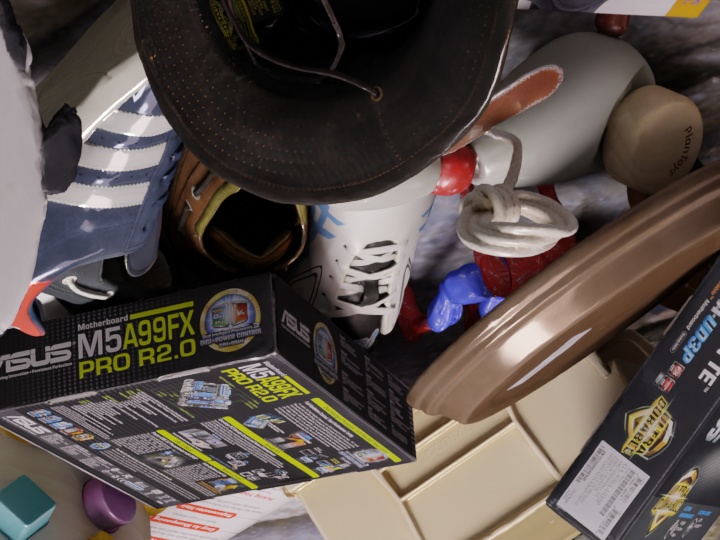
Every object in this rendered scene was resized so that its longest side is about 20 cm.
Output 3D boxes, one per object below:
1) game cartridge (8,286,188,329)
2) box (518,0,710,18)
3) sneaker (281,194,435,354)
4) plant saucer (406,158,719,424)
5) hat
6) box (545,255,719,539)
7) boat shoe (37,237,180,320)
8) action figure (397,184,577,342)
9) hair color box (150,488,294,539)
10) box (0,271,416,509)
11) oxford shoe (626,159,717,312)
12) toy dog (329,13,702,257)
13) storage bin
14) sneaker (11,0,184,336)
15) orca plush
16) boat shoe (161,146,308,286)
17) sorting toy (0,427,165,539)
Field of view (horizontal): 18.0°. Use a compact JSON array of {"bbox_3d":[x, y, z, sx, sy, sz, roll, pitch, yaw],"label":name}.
[{"bbox_3d":[-0.182,0.045,1.228,0.200,0.041,0.133,3,145,-29],"label":"game cartridge"},{"bbox_3d":[0.082,-0.158,0.957,0.200,0.042,0.119,-2,151,-25],"label":"box"},{"bbox_3d":[0.000,0.000,1.183,0.072,0.073,0.200,-7,152,-20],"label":"sneaker"},{"bbox_3d":[0.110,0.015,1.092,0.200,0.029,0.200,-34,170,-7],"label":"plant saucer"},{"bbox_3d":[0.001,-0.123,0.874,0.201,0.201,0.081,-37,167,38],"label":"hat"},{"bbox_3d":[0.182,0.076,1.197,0.159,0.046,0.200,-55,160,5],"label":"box"},{"bbox_3d":[-0.146,-0.021,1.085,0.060,0.076,0.200,-19,164,12],"label":"boat shoe"},{"bbox_3d":[0.067,-0.022,1.197,0.065,0.099,0.200,-8,175,-18],"label":"action figure"},{"bbox_3d":[-0.089,0.112,1.369,0.200,0.061,0.101,-33,147,31],"label":"hair color box"},{"bbox_3d":[-0.078,0.067,1.166,0.160,0.044,0.200,-13,157,18],"label":"box"},{"bbox_3d":[0.178,-0.009,1.255,0.071,0.071,0.200,-19,154,18],"label":"oxford shoe"},{"bbox_3d":[0.071,-0.083,1.029,0.132,0.096,0.200,15,-159,29],"label":"toy dog"},{"bbox_3d":[0.089,0.110,1.322,0.198,0.094,0.200,-36,164,13],"label":"storage bin"},{"bbox_3d":[-0.099,-0.052,0.976,0.200,0.075,0.085,-41,117,10],"label":"sneaker"},{"bbox_3d":[-0.180,-0.072,0.903,0.105,0.200,0.071,-33,-154,-32],"label":"orca plush"},{"bbox_3d":[-0.061,-0.027,1.107,0.072,0.068,0.200,-13,154,-6],"label":"boat shoe"},{"bbox_3d":[-0.159,0.182,1.233,0.107,0.180,0.200,-35,136,19],"label":"sorting toy"}]
